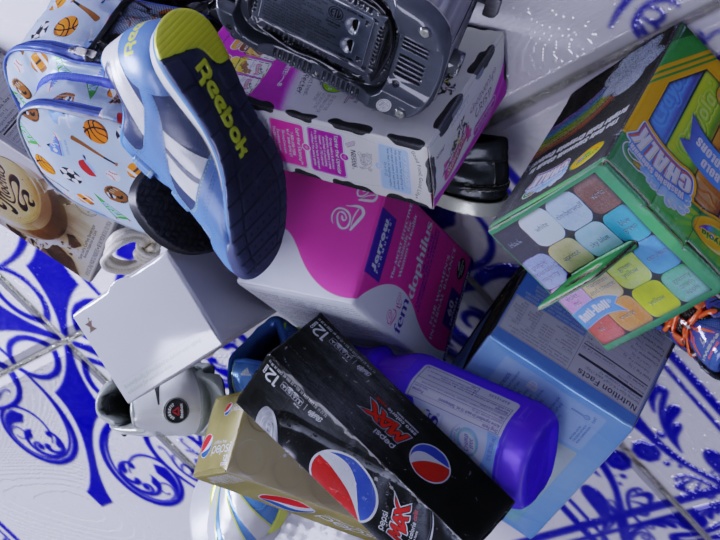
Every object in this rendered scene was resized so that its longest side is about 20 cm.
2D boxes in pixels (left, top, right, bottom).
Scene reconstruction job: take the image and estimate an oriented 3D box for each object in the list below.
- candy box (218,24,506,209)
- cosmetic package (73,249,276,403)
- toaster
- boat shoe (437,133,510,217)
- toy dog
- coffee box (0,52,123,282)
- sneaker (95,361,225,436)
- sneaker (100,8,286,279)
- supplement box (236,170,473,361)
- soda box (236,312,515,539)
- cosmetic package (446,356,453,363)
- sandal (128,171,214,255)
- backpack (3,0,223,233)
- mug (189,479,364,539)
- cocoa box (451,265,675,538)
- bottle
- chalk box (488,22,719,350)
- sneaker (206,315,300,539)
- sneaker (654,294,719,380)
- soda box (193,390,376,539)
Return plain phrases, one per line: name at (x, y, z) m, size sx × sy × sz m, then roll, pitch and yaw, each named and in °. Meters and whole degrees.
candy box at (-0.011, -0.129, 1.362) m, size 0.199 × 0.137 × 0.061 m, roll 15°, pitch 139°, yaw 22°
cosmetic package at (-0.118, 0.016, 1.479) m, size 0.107 × 0.200 × 0.085 m, roll -31°, pitch 92°, yaw 30°
toaster at (-0.006, -0.202, 1.285) m, size 0.199 × 0.129 × 0.114 m, roll 26°, pitch 141°, yaw 8°
boat shoe at (0.027, -0.104, 1.421) m, size 0.199 × 0.074 × 0.066 m, roll 27°, pitch 119°, yaw 31°
toy dog at (-0.146, 0.037, 1.654) m, size 0.097 × 0.131 × 0.200 m, roll 59°, pitch 161°, yaw 29°
coffee box at (-0.284, -0.095, 1.636) m, size 0.199 × 0.080 × 0.113 m, roll 33°, pitch 143°, yaw 0°
sneaker at (-0.178, 0.098, 1.556) m, size 0.200 × 0.088 × 0.075 m, roll 178°, pitch 89°, yaw -71°
sneaker at (-0.114, -0.085, 1.316) m, size 0.082 × 0.074 × 0.201 m, roll -4°, pitch 118°, yaw 36°
supplement box at (0.000, 0.000, 1.454) m, size 0.103 × 0.102 × 0.200 m, roll 11°, pitch 167°, yaw 26°
soda box at (0.010, 0.130, 1.367) m, size 0.200 × 0.071 × 0.063 m, roll 43°, pitch 132°, yaw 9°
cosmetic package at (0.003, 0.125, 1.677) m, size 0.102 × 0.074 × 0.200 m, roll 42°, pitch 140°, yaw -10°
sandal at (-0.105, -0.058, 1.415) m, size 0.045 × 0.200 × 0.076 m, roll -5°, pitch 100°, yaw 36°
backpack at (-0.182, -0.127, 1.485) m, size 0.190 × 0.154 × 0.201 m, roll 23°, pitch 145°, yaw 29°
mug at (-0.042, 0.177, 1.609) m, size 0.175 × 0.147 × 0.201 m, roll -27°, pitch 82°, yaw 35°
cocoa box at (0.142, 0.090, 1.492) m, size 0.133 × 0.131 × 0.200 m, roll 32°, pitch 142°, yaw 1°
bottle at (0.049, 0.105, 1.419) m, size 0.199 × 0.065 × 0.084 m, roll 23°, pitch 133°, yaw 24°
chalk box at (0.182, -0.041, 1.267) m, size 0.124 × 0.200 × 0.125 m, roll 43°, pitch 141°, yaw -13°
sneaker at (-0.088, 0.125, 1.515) m, size 0.075 × 0.201 × 0.105 m, roll 4°, pitch 152°, yaw 31°
sneaker at (0.254, 0.034, 1.384) m, size 0.199 × 0.078 × 0.076 m, roll 26°, pitch 121°, yaw 6°
soda box at (-0.022, 0.156, 1.462) m, size 0.199 × 0.068 × 0.064 m, roll 24°, pitch 161°, yaw -24°
